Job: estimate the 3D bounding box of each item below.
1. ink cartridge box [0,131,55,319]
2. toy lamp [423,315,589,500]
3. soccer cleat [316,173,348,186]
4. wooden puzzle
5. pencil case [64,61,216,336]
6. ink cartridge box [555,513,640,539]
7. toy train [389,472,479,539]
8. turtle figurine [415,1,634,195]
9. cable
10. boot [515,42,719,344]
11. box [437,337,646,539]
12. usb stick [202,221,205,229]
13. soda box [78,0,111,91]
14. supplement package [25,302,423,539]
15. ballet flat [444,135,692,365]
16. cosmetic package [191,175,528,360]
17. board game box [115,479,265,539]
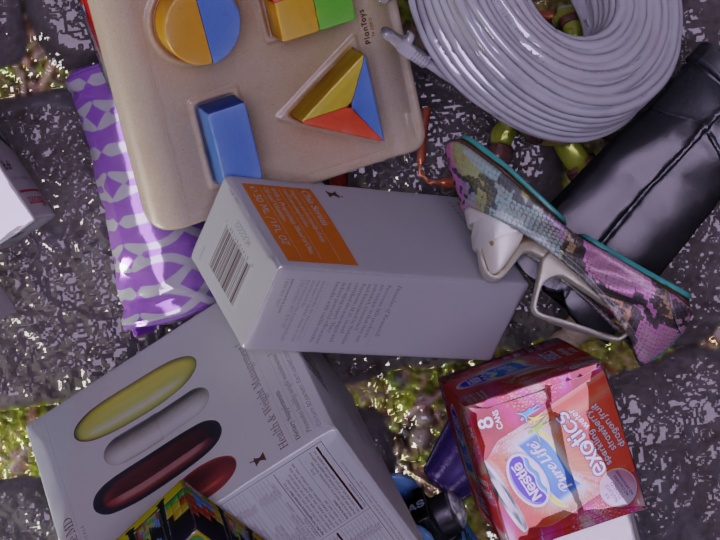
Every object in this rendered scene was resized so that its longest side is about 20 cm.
[{"bbox_3d":[-0.276,-0.068,1.717,0.066,0.116,0.201,-33,92,2],"label":"ink cartridge box"},{"bbox_3d":[0.122,0.079,1.745,0.058,0.058,0.200,42,94,-1],"label":"toy lamp"},{"bbox_3d":[-0.048,-0.091,1.736,0.085,0.069,0.201,-8,94,6],"label":"soccer cleat"},{"bbox_3d":[-0.065,-0.135,1.634,0.199,0.046,0.186,-17,111,-10],"label":"wooden puzzle"},{"bbox_3d":[-0.153,-0.057,1.733,0.085,0.084,0.201,-12,91,40],"label":"pencil case"},{"bbox_3d":[0.164,0.248,1.707,0.082,0.147,0.201,-14,92,1],"label":"ink cartridge box"},{"bbox_3d":[-0.003,0.226,1.732,0.199,0.087,0.114,-29,121,10],"label":"toy train"},{"bbox_3d":[0.144,-0.117,1.727,0.161,0.064,0.201,34,81,-8],"label":"turtle figurine"},{"bbox_3d":[0.125,-0.185,1.661,0.199,0.069,0.201,36,54,-13],"label":"cable"},{"bbox_3d":[0.223,-0.029,1.683,0.165,0.066,0.200,43,88,7],"label":"boot"},{"bbox_3d":[0.115,0.111,1.619,0.095,0.200,0.100,-17,94,-2],"label":"box"},{"bbox_3d":[-0.092,-0.105,1.718,0.055,0.033,0.201,-15,71,31],"label":"usb stick"},{"bbox_3d":[-0.089,-0.192,1.682,0.199,0.064,0.070,-18,61,-10],"label":"soda box"},{"bbox_3d":[-0.092,0.149,1.664,0.199,0.192,0.147,-33,126,3],"label":"supplement package"},{"bbox_3d":[0.125,-0.007,1.631,0.200,0.069,0.071,36,84,2],"label":"ballet flat"},{"bbox_3d":[0.000,0.000,1.654,0.199,0.102,0.072,4,126,-34],"label":"cosmetic package"},{"bbox_3d":[-0.123,0.250,1.567,0.200,0.057,0.165,-43,123,13],"label":"board game box"}]
